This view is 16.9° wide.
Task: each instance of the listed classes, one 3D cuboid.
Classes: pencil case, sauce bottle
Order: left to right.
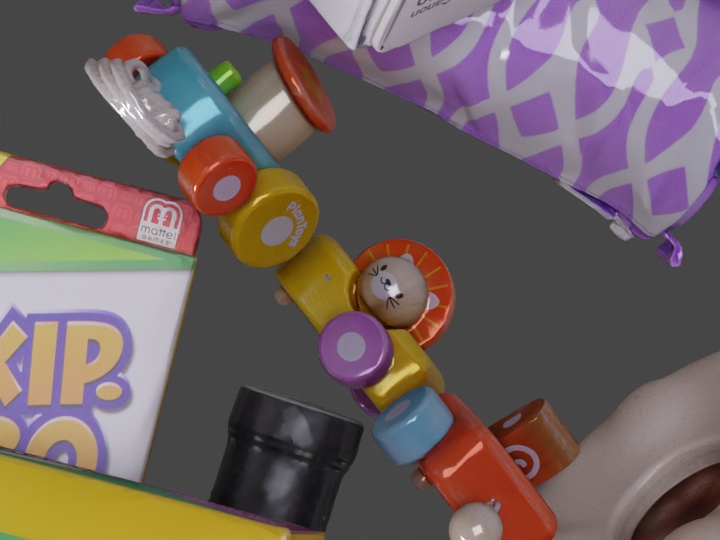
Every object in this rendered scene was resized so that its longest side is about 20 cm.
[{"bbox_3d":[-0.049,0.135,0.730,0.064,0.065,0.202,16,88,-4],"label":"sauce bottle"},{"bbox_3d":[0.035,-0.080,0.779,0.199,0.084,0.086,27,106,-2],"label":"pencil case"}]

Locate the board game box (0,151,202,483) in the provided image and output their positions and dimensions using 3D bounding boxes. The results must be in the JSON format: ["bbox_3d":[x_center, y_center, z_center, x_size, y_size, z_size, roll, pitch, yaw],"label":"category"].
[{"bbox_3d":[-0.115,0.065,0.747,0.095,0.030,0.202,14,82,-7],"label":"board game box"}]

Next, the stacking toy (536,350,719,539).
[{"bbox_3d":[0.147,0.134,0.762,0.146,0.146,0.200,-40,107,-8],"label":"stacking toy"}]

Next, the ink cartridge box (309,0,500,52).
[{"bbox_3d":[0.003,-0.180,0.729,0.145,0.085,0.200,-27,70,-33],"label":"ink cartridge box"}]

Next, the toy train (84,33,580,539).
[{"bbox_3d":[0.000,0.000,0.722,0.055,0.150,0.200,-38,100,-1],"label":"toy train"}]

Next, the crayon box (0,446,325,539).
[{"bbox_3d":[-0.127,0.133,0.685,0.198,0.058,0.174,13,84,12],"label":"crayon box"}]
